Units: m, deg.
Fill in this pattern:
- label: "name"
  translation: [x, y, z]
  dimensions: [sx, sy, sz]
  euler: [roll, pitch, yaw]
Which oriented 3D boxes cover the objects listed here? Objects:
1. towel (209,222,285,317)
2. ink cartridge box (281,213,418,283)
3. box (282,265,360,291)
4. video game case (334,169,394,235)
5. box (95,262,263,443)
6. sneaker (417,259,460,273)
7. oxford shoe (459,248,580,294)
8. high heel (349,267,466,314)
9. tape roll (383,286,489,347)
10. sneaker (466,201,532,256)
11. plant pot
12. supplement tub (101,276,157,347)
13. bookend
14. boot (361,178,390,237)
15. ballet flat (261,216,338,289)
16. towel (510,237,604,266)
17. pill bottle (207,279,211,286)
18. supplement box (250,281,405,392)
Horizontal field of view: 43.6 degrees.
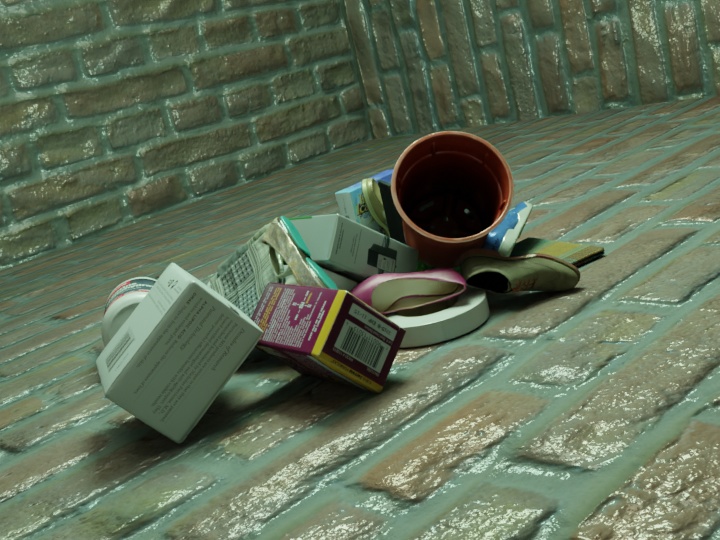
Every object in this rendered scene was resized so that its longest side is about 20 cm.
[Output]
- label: "towel"
  translation: [-0.198, 0.040, 1.520]
  dimensions: [0.193, 0.035, 0.200]
  euler: [-41, 44, 30]
- label: "ink cartridge box"
  translation: [-0.020, -0.023, 1.533]
  dimensions: [0.200, 0.083, 0.146]
  euler: [23, -16, -40]
- label: "box"
  translation: [-0.101, 0.053, 1.530]
  dimensions: [0.124, 0.098, 0.200]
  euler: [23, -13, -40]
- label: "video game case"
  translation: [0.040, -0.110, 1.958]
  dimensions: [0.045, 0.182, 0.200]
  euler: [-3, 18, 39]
- label: "box"
  translation: [-0.269, 0.113, 1.311]
  dimensions: [0.200, 0.131, 0.199]
  euler: [-53, 21, -6]
- label: "sneaker"
  translation: [0.110, 0.002, 1.656]
  dimensions: [0.200, 0.084, 0.074]
  euler: [-8, 15, 19]
- label: "oxford shoe"
  translation: [0.261, 0.017, 1.475]
  dimensions: [0.199, 0.071, 0.075]
  euler: [4, 38, 3]
- label: "high heel"
  translation: [0.069, 0.041, 1.442]
  dimensions: [0.200, 0.068, 0.096]
  euler: [-11, 13, -13]
- label: "tape roll"
  translation: [0.111, 0.073, 1.480]
  dimensions: [0.202, 0.037, 0.203]
  euler: [-14, 14, 4]
- label: "sneaker"
  translation: [0.256, -0.094, 1.721]
  dimensions: [0.111, 0.077, 0.200]
  euler: [25, 38, 10]
- label: "plant pot"
  translation: [0.151, -0.104, 1.552]
  dimensions: [0.200, 0.201, 0.195]
  euler: [-15, -20, -5]
- label: "supplement tub"
  translation: [-0.412, 0.091, 1.695]
  dimensions: [0.140, 0.141, 0.200]
  euler: [-16, 14, -10]
- label: "bookend"
  translation: [0.157, -0.103, 1.786]
  dimensions: [0.198, 0.200, 0.092]
  euler: [-17, 15, -10]
- label: "boot"
  translation: [0.106, -0.133, 1.870]
  dimensions: [0.154, 0.200, 0.072]
  euler: [-22, 32, 25]
- label: "ballet flat"
  translation: [-0.097, -0.001, 1.404]
  dimensions: [0.067, 0.068, 0.200]
  euler: [-42, 51, 8]
- label: "towel"
  translation: [0.333, -0.023, 1.675]
  dimensions: [0.146, 0.022, 0.200]
  euler: [-23, 18, -28]
- label: "pill bottle"
  translation: [-0.193, 0.043, 1.735]
  dimensions: [0.200, 0.112, 0.111]
  euler: [-9, 15, 22]
- label: "supplement box"
  translation: [-0.055, 0.094, 1.305]
  dimensions: [0.200, 0.131, 0.103]
  euler: [5, 67, 50]
